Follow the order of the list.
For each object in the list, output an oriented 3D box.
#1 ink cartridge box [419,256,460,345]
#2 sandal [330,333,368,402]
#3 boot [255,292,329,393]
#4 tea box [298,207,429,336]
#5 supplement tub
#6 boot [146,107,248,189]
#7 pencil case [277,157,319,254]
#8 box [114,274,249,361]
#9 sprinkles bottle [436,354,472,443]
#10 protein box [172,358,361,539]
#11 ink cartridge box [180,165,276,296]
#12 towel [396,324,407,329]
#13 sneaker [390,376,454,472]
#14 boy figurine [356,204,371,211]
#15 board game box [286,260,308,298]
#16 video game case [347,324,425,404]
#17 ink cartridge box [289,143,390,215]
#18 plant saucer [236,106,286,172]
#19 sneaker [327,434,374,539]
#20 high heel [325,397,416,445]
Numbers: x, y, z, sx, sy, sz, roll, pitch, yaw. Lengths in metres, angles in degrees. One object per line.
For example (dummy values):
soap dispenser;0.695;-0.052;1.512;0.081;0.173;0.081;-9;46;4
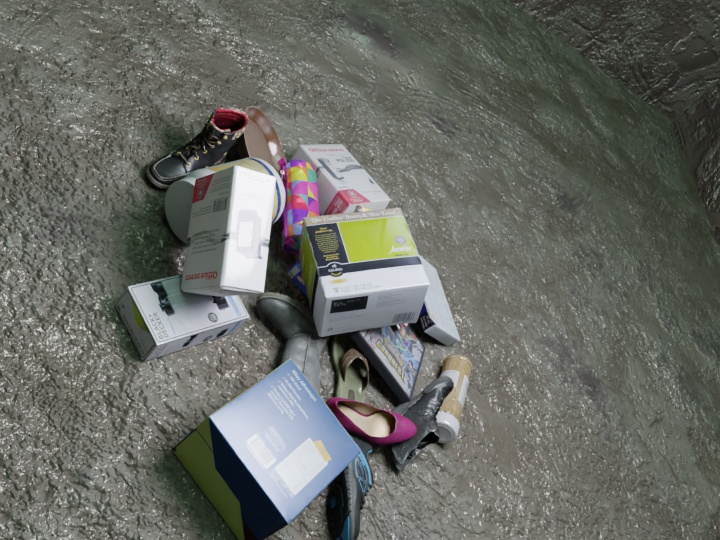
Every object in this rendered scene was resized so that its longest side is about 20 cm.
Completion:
ink cartridge box;0.146;0.055;1.683;0.200;0.041;0.200;38;32;-57
sandal;-0.011;0.199;1.467;0.080;0.057;0.201;19;49;-29
boot;-0.136;0.157;1.387;0.182;0.073;0.200;32;47;-18
tea box;0.000;0.000;1.438;0.200;0.134;0.197;-6;54;-14
supplement tub;-0.257;-0.131;1.438;0.200;0.144;0.145;-26;78;-49
boot;-0.313;-0.240;1.467;0.073;0.151;0.200;54;40;7
pencil case;-0.130;-0.134;1.562;0.088;0.088;0.200;13;57;-36
box;-0.304;0.071;1.298;0.200;0.060;0.117;-14;69;-47
sprinkles bottle;0.189;0.268;1.589;0.068;0.068;0.200;39;40;-12
protein box;-0.147;0.289;1.208;0.199;0.135;0.200;52;39;4
ink cartridge box;-0.223;-0.059;1.262;0.084;0.145;0.200;12;78;-38
towel;0.074;0.038;1.624;0.144;0.023;0.200;59;18;-5
sneaker;0.127;0.296;1.470;0.200;0.060;0.104;-29;52;-21
boy figurine;0.006;-0.080;1.618;0.200;0.064;0.125;-7;100;-48
board game box;-0.047;0.006;1.600;0.135;0.045;0.200;51;39;3
video game case;0.059;0.143;1.550;0.200;0.025;0.181;53;30;-18
ink cartridge box;-0.051;-0.192;1.695;0.146;0.085;0.200;-11;53;-47
plant saucer;-0.212;-0.249;1.603;0.200;0.034;0.201;-15;90;-73
sneaker;-0.009;0.378;1.312;0.082;0.073;0.200;23;46;-28
high heel;0.023;0.273;1.366;0.200;0.096;0.068;9;64;-19
